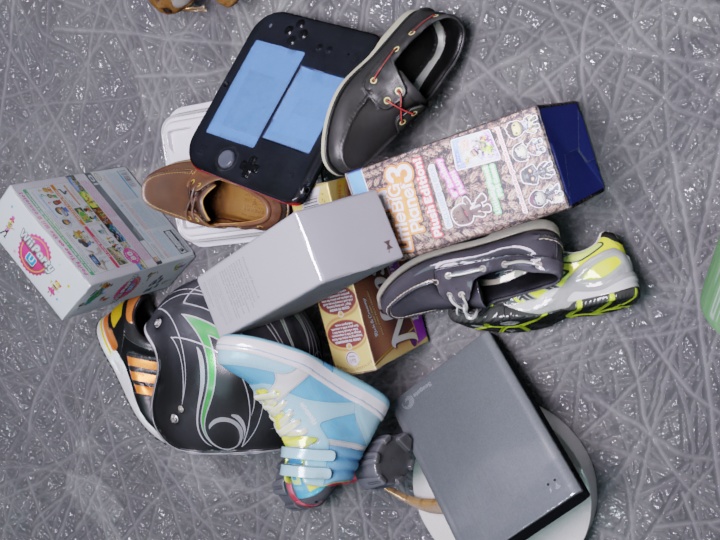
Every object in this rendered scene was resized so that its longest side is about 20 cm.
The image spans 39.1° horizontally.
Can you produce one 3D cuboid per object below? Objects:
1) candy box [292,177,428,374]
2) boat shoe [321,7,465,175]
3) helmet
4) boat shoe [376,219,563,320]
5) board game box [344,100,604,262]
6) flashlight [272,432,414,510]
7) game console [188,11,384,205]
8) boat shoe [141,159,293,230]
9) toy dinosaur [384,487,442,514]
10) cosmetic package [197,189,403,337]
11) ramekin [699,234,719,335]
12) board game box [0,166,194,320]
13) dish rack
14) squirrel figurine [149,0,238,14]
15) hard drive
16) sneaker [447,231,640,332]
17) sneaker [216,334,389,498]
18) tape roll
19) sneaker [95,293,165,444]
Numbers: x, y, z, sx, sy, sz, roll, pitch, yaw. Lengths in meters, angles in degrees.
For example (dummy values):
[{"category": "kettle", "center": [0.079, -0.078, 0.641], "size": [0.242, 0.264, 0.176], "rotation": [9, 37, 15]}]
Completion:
[{"category": "candy box", "center": [0.000, 0.000, 1.083], "size": [0.056, 0.117, 0.200], "rotation": [-14, 93, 34]}, {"category": "boat shoe", "center": [0.031, -0.179, 1.013], "size": [0.063, 0.074, 0.202], "rotation": [18, 69, 49]}, {"category": "helmet", "center": [-0.140, 0.099, 1.133], "size": [0.200, 0.200, 0.191], "rotation": [1, 91, 25]}, {"category": "boat shoe", "center": [0.107, 0.014, 1.004], "size": [0.200, 0.073, 0.063], "rotation": [-22, 56, 20]}, {"category": "board game box", "center": [0.116, -0.086, 0.992], "size": [0.200, 0.159, 0.097], "rotation": [-17, 93, 27]}, {"category": "flashlight", "center": [-0.023, 0.226, 1.125], "size": [0.200, 0.068, 0.068], "rotation": [-24, 72, 53]}, {"category": "game console", "center": [-0.083, -0.176, 1.074], "size": [0.177, 0.031, 0.200], "rotation": [22, 81, 39]}, {"category": "boat shoe", "center": [-0.164, -0.083, 1.126], "size": [0.200, 0.068, 0.072], "rotation": [9, 104, 24]}, {"category": "toy dinosaur", "center": [0.121, 0.244, 1.080], "size": [0.200, 0.060, 0.106], "rotation": [-28, 58, 23]}, {"category": "cosmetic package", "center": [-0.063, -0.002, 0.978], "size": [0.200, 0.101, 0.071], "rotation": [-27, 83, 50]}, {"category": "ramekin", "center": [0.393, 0.020, 0.869], "size": [0.200, 0.200, 0.098], "rotation": [24, 117, 19]}, {"category": "board game box", "center": [-0.306, -0.037, 1.173], "size": [0.064, 0.200, 0.148], "rotation": [-45, 80, 25]}, {"category": "dish rack", "center": [-0.144, -0.114, 1.172], "size": [0.200, 0.044, 0.172], "rotation": [-5, 98, 26]}, {"category": "squirrel figurine", "center": [-0.176, -0.379, 1.105], "size": [0.186, 0.141, 0.200], "rotation": [-22, 76, 37]}, {"category": "hard drive", "center": [0.127, 0.181, 1.042], "size": [0.140, 0.033, 0.200], "rotation": [-39, 53, 16]}, {"category": "sneaker", "center": [0.184, 0.016, 1.040], "size": [0.200, 0.075, 0.077], "rotation": [-13, 74, 24]}, {"category": "sneaker", "center": [-0.070, 0.151, 1.012], "size": [0.080, 0.200, 0.131], "rotation": [-12, 54, 61]}, {"category": "tape roll", "center": [0.155, 0.238, 1.104], "size": [0.202, 0.037, 0.203], "rotation": [5, 101, 24]}, {"category": "sneaker", "center": [-0.245, 0.122, 1.248], "size": [0.090, 0.070, 0.200], "rotation": [-38, 81, 29]}]
